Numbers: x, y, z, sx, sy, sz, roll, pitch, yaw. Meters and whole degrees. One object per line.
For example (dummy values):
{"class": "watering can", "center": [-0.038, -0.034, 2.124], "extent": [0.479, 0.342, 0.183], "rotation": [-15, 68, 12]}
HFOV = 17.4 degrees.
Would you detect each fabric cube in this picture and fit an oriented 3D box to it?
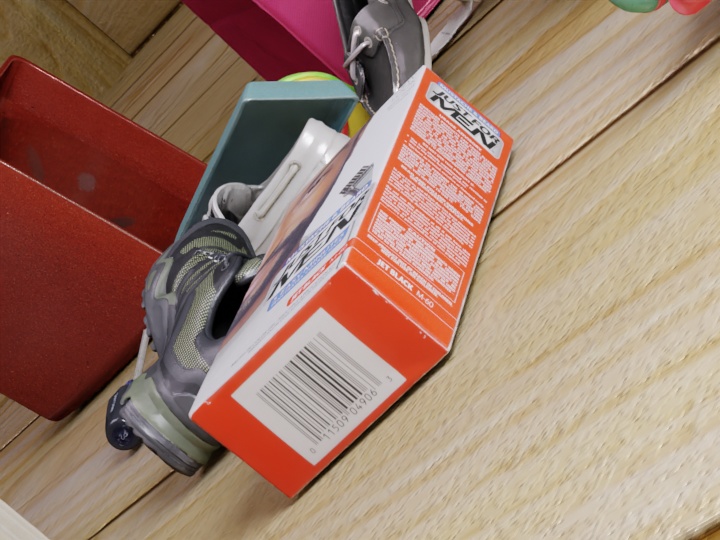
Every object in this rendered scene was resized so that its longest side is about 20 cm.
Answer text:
{"class": "fabric cube", "center": [-0.035, -0.257, 1.712], "extent": [0.196, 0.200, 0.199], "rotation": [-50, 11, -6]}

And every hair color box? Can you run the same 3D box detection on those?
{"class": "hair color box", "center": [0.000, 0.000, 1.059], "extent": [0.111, 0.064, 0.200], "rotation": [-45, 11, 28]}

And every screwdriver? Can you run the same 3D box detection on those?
{"class": "screwdriver", "center": [-0.142, 0.065, 1.491], "extent": [0.200, 0.028, 0.029], "rotation": [-89, 12, -68]}

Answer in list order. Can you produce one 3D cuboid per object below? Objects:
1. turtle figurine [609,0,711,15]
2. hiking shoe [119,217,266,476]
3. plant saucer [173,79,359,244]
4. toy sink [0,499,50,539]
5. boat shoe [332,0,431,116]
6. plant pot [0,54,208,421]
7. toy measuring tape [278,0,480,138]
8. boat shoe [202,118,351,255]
{"class": "turtle figurine", "center": [0.141, -0.163, 0.949], "extent": [0.200, 0.101, 0.149], "rotation": [-38, 19, -28]}
{"class": "hiking shoe", "center": [-0.063, 0.025, 1.245], "extent": [0.101, 0.076, 0.200], "rotation": [-36, 24, 22]}
{"class": "plant saucer", "center": [-0.061, -0.061, 1.400], "extent": [0.200, 0.070, 0.019], "rotation": [124, 139, -60]}
{"class": "toy sink", "center": [-0.285, 0.212, 1.359], "extent": [0.200, 0.112, 0.130], "rotation": [-54, 11, -19]}
{"class": "boat shoe", "center": [0.004, -0.151, 1.425], "extent": [0.200, 0.057, 0.067], "rotation": [-96, 22, -48]}
{"class": "plant pot", "center": [-0.230, -0.012, 1.728], "extent": [0.177, 0.199, 0.200], "rotation": [-57, 7, 20]}
{"class": "toy measuring tape", "center": [-0.009, -0.121, 1.488], "extent": [0.200, 0.074, 0.074], "rotation": [-51, 11, -2]}
{"class": "boat shoe", "center": [-0.065, -0.021, 1.383], "extent": [0.200, 0.066, 0.072], "rotation": [-39, 15, 45]}
